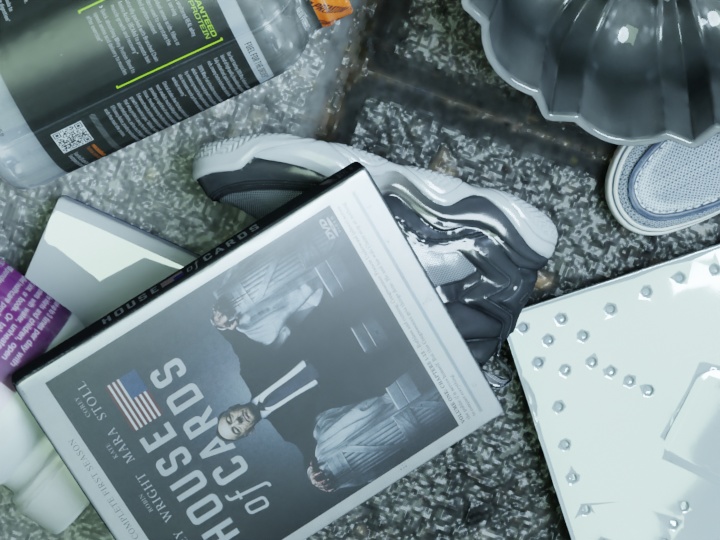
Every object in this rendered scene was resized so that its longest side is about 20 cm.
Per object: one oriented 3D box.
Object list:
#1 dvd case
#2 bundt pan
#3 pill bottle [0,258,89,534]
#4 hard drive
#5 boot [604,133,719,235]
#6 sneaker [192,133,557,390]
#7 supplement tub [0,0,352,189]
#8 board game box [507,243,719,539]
[{"bbox_3d":[-0.048,0.061,0.901,0.200,0.025,0.150,-32,107,-6],"label":"dvd case"},{"bbox_3d":[0.151,-0.164,0.894,0.201,0.076,0.202,4,126,5],"label":"bundt pan"},{"bbox_3d":[-0.210,0.044,0.930,0.200,0.112,0.112,38,96,-9],"label":"pill bottle"},{"bbox_3d":[-0.099,0.059,1.006,0.200,0.025,0.132,24,97,-5],"label":"hard drive"},{"bbox_3d":[0.219,-0.085,0.957,0.200,0.090,0.073,-37,97,4],"label":"boot"},{"bbox_3d":[0.000,0.000,0.961,0.200,0.075,0.114,14,80,-7],"label":"sneaker"},{"bbox_3d":[-0.113,-0.134,0.929,0.200,0.123,0.123,-24,98,2],"label":"supplement tub"},{"bbox_3d":[0.202,0.086,1.015,0.200,0.026,0.200,-18,99,2],"label":"board game box"}]
